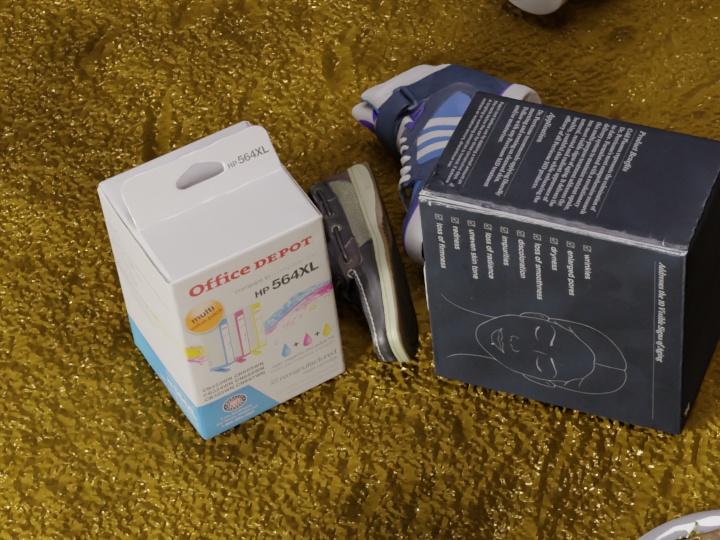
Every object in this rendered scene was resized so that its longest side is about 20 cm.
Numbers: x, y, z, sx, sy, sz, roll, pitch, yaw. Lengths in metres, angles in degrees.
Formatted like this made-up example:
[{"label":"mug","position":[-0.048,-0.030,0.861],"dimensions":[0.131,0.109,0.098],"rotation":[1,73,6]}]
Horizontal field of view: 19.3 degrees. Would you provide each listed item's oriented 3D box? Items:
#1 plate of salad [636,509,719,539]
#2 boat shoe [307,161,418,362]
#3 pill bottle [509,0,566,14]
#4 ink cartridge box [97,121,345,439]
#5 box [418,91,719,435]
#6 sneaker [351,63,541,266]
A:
[{"label":"plate of salad","position":[0.255,0.235,1.421],"dimensions":[0.200,0.048,0.200],"rotation":[-3,47,3]},{"label":"boat shoe","position":[0.000,0.000,1.662],"dimensions":[0.065,0.073,0.200],"rotation":[-18,43,5]},{"label":"pill bottle","position":[0.203,-0.319,1.896],"dimensions":[0.112,0.112,0.200],"rotation":[26,56,28]},{"label":"ink cartridge box","position":[-0.103,-0.001,1.579],"dimensions":[0.128,0.200,0.125],"rotation":[-26,49,-16]},{"label":"box","position":[0.159,-0.005,1.550],"dimensions":[0.196,0.200,0.124],"rotation":[15,50,19]},{"label":"sneaker","position":[0.045,-0.091,1.736],"dimensions":[0.146,0.081,0.200],"rotation":[15,54,30]}]
